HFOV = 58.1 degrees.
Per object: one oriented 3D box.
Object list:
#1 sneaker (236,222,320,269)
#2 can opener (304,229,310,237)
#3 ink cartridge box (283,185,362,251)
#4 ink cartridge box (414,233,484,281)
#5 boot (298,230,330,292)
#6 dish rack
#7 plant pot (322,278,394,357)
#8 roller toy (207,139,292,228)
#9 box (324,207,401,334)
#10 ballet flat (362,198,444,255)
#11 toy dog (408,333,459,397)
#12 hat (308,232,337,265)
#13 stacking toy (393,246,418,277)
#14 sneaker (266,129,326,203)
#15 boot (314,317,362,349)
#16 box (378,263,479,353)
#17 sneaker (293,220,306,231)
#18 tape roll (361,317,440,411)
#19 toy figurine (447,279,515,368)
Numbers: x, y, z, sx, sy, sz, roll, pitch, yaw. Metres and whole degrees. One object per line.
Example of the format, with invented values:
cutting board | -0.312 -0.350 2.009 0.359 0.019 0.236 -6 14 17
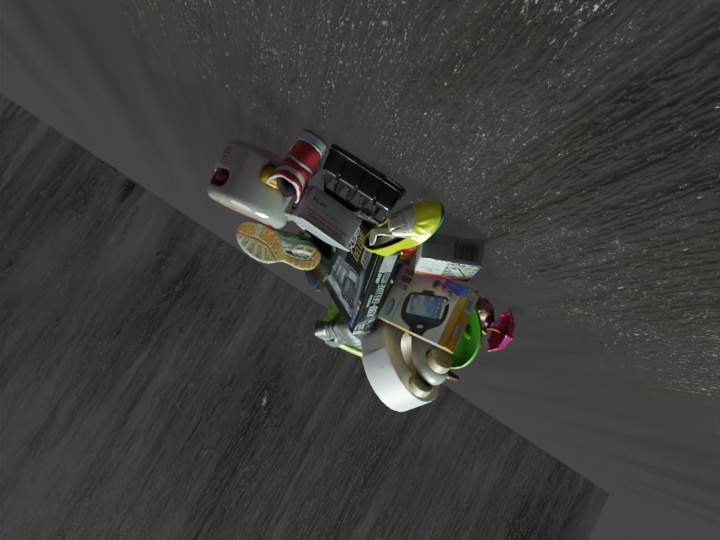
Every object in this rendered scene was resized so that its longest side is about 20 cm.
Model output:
sneaker | -0.186 -0.056 1.443 0.196 0.077 0.088 21 -168 -21
can opener | -0.051 -0.067 1.565 0.197 0.054 0.066 27 169 -32
ink cartridge box | -0.070 -0.101 1.232 0.115 0.068 0.200 34 177 -17
ink cartridge box | 0.155 -0.016 1.190 0.106 0.052 0.200 9 168 1
boot | -0.120 -0.026 1.582 0.074 0.099 0.199 25 -173 -35
dish rack | -0.002 -0.141 1.177 0.152 0.055 0.200 34 172 2
plant pot | 0.033 0.075 1.535 0.196 0.184 0.201 24 133 -18
roller toy | -0.218 -0.186 1.356 0.179 0.143 0.200 23 178 6
box | 0.000 0.000 1.313 0.049 0.203 0.159 -1 -142 -30
ballet flat | 0.065 -0.070 1.111 0.066 0.069 0.199 4 164 -28
toy dog | 0.144 0.154 1.300 0.095 0.205 0.131 17 149 -29
hat | -0.019 -0.114 1.448 0.165 0.173 0.204 36 146 57
stacking toy | 0.084 -0.048 1.309 0.084 0.087 0.200 32 163 -2
sneaker | -0.121 -0.176 1.186 0.070 0.114 0.200 32 170 -5
boot | -0.004 0.155 1.456 0.129 0.071 0.200 -11 138 36
box | 0.119 0.065 1.247 0.197 0.121 0.041 21 172 40
sneaker | -0.144 -0.137 1.558 0.081 0.071 0.200 20 163 39
tape roll | 0.087 0.188 1.366 0.070 0.206 0.202 -25 133 31
toy figurine | 0.243 0.103 1.373 0.181 0.150 0.203 3 -128 -40
